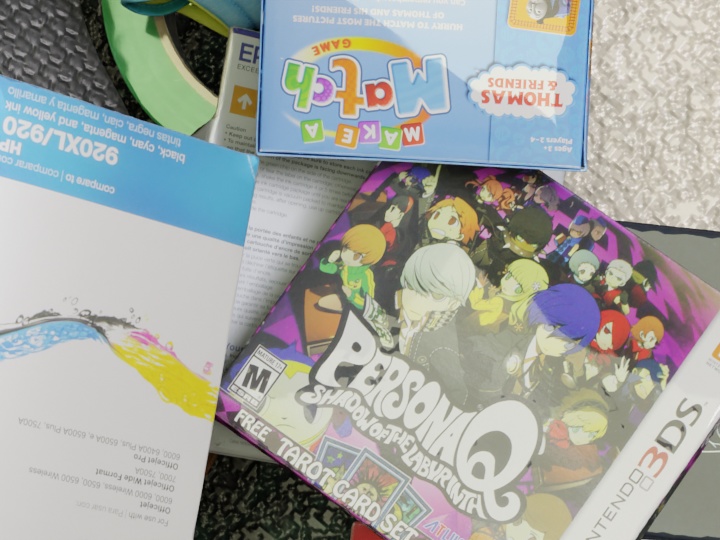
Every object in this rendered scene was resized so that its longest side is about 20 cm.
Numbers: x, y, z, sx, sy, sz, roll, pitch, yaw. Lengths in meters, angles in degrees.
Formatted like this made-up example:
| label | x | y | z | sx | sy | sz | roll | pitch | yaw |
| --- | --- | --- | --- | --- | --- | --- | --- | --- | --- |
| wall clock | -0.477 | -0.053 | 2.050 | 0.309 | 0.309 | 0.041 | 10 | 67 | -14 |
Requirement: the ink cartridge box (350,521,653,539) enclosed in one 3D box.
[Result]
| label | x | y | z | sx | sy | sz | roll | pitch | yaw |
| --- | --- | --- | --- | --- | --- | --- | --- | --- | --- |
| ink cartridge box | 0.090 | 0.202 | 1.145 | 0.199 | 0.084 | 0.145 | 3 | 64 | 7 |

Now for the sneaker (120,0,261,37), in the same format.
| label | x | y | z | sx | sy | sz | roll | pitch | yaw |
| --- | --- | --- | --- | --- | --- | --- | --- | --- | --- |
| sneaker | -0.089 | -0.201 | 1.198 | 0.130 | 0.080 | 0.200 | -37 | 83 | 0 |

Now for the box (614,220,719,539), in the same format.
| label | x | y | z | sx | sy | sz | roll | pitch | yaw |
| --- | --- | --- | --- | --- | --- | --- | --- | --- | --- |
| box | 0.197 | 0.061 | 1.192 | 0.199 | 0.107 | 0.149 | 7 | 87 | 4 |

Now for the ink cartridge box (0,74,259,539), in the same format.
| label | x | y | z | sx | sy | sz | roll | pitch | yaw |
| --- | --- | --- | --- | --- | --- | --- | --- | --- | --- |
| ink cartridge box | -0.157 | 0.033 | 1.104 | 0.144 | 0.147 | 0.201 | 17 | 77 | -35 |

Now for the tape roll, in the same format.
| label | x | y | z | sx | sy | sz | roll | pitch | yaw |
| --- | --- | --- | --- | --- | --- | --- | --- | --- | --- |
| tape roll | -0.030 | -0.142 | 1.252 | 0.200 | 0.048 | 0.201 | 0 | 85 | 4 |

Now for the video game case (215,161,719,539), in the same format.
| label | x | y | z | sx | sy | sz | roll | pitch | yaw |
| --- | --- | --- | --- | --- | --- | --- | --- | --- | --- |
| video game case | 0.059 | 0.048 | 1.126 | 0.200 | 0.036 | 0.181 | 35 | 82 | 11 |

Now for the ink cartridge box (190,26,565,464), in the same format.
| label | x | y | z | sx | sy | sz | roll | pitch | yaw |
| --- | --- | --- | --- | --- | --- | --- | --- | --- | --- |
| ink cartridge box | 0.000 | 0.000 | 1.201 | 0.196 | 0.043 | 0.201 | 12 | 85 | -25 |

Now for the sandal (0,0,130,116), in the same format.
| label | x | y | z | sx | sy | sz | roll | pitch | yaw |
| --- | --- | --- | --- | --- | --- | --- | --- | --- | --- |
| sandal | -0.173 | -0.120 | 1.252 | 0.075 | 0.048 | 0.201 | -15 | 79 | -26 |

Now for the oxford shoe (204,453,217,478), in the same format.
| label | x | y | z | sx | sy | sz | roll | pitch | yaw |
| --- | --- | --- | --- | --- | --- | --- | --- | --- | --- |
| oxford shoe | -0.094 | 0.051 | 1.215 | 0.071 | 0.071 | 0.201 | 20 | 80 | -27 |

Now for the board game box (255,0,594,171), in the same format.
| label | x | y | z | sx | sy | sz | roll | pitch | yaw |
| --- | --- | --- | --- | --- | --- | --- | --- | --- | --- |
| board game box | 0.032 | -0.148 | 1.100 | 0.151 | 0.037 | 0.201 | 3 | 99 | 4 |
